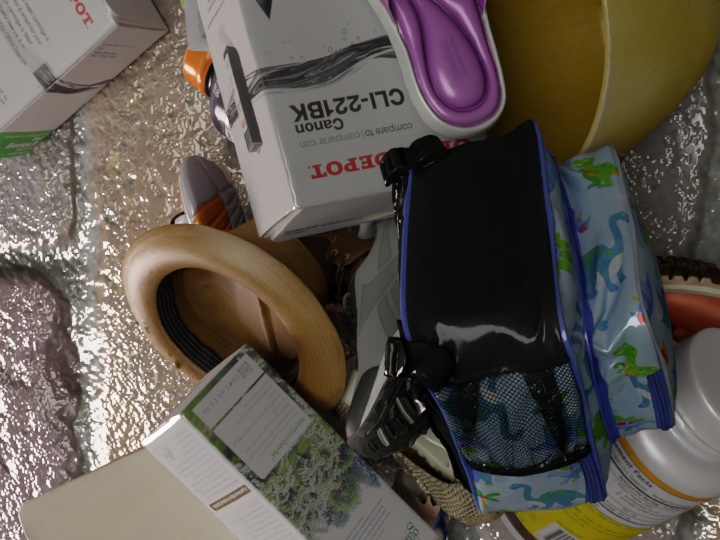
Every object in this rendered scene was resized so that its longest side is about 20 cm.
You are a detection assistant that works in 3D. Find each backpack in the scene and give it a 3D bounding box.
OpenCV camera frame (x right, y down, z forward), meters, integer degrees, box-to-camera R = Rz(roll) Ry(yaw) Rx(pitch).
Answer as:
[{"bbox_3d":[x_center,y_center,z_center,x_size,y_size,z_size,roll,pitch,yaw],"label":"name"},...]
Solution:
[{"bbox_3d":[0.101,0.038,0.601,0.147,0.183,0.200,-8,137,10],"label":"backpack"}]

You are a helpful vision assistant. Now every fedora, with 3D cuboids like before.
[{"bbox_3d":[-0.081,0.024,0.778,0.201,0.082,0.201,19,141,16],"label":"fedora"}]

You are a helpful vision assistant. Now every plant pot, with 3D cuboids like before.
[{"bbox_3d":[0.147,-0.157,0.688,0.200,0.142,0.200,33,130,53],"label":"plant pot"}]

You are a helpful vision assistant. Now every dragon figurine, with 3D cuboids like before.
[{"bbox_3d":[0.056,0.186,0.836,0.059,0.099,0.200,7,118,24],"label":"dragon figurine"}]

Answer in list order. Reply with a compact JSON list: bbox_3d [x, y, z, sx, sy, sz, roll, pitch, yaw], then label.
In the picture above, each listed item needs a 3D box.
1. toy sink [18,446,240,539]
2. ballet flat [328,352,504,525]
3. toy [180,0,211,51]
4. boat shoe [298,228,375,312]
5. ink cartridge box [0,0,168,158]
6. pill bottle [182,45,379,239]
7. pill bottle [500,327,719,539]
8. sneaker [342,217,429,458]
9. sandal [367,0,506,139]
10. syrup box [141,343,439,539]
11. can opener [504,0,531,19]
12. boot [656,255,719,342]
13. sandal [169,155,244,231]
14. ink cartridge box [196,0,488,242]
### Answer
[{"bbox_3d":[-0.167,0.213,0.908,0.200,0.112,0.130,-27,87,19],"label":"toy sink"},{"bbox_3d":[0.031,0.102,0.759,0.068,0.075,0.200,-38,48,-16],"label":"ballet flat"},{"bbox_3d":[-0.036,-0.202,0.768,0.047,0.200,0.115,142,123,-61],"label":"toy"},{"bbox_3d":[0.000,0.001,0.829,0.200,0.068,0.072,5,100,22],"label":"boat shoe"},{"bbox_3d":[-0.287,-0.211,0.910,0.200,0.084,0.146,-33,84,23],"label":"ink cartridge box"},{"bbox_3d":[-0.042,-0.122,0.808,0.200,0.106,0.106,38,110,14],"label":"pill bottle"},{"bbox_3d":[0.183,0.118,0.713,0.109,0.109,0.200,52,136,8],"label":"pill bottle"},{"bbox_3d":[0.023,0.040,0.724,0.079,0.200,0.074,-2,140,26],"label":"sneaker"},{"bbox_3d":[0.040,-0.180,0.639,0.082,0.050,0.203,-26,89,-14],"label":"sandal"},{"bbox_3d":[-0.049,0.157,0.748,0.200,0.079,0.081,46,141,-5],"label":"syrup box"},{"bbox_3d":[0.096,-0.281,0.753,0.053,0.066,0.200,2,103,21],"label":"can opener"},{"bbox_3d":[0.243,0.047,0.734,0.200,0.075,0.107,10,106,20],"label":"boot"},{"bbox_3d":[-0.124,0.008,0.877,0.059,0.079,0.207,-18,93,21],"label":"sandal"},{"bbox_3d":[-0.014,-0.134,0.686,0.084,0.144,0.200,-27,77,66],"label":"ink cartridge box"}]
